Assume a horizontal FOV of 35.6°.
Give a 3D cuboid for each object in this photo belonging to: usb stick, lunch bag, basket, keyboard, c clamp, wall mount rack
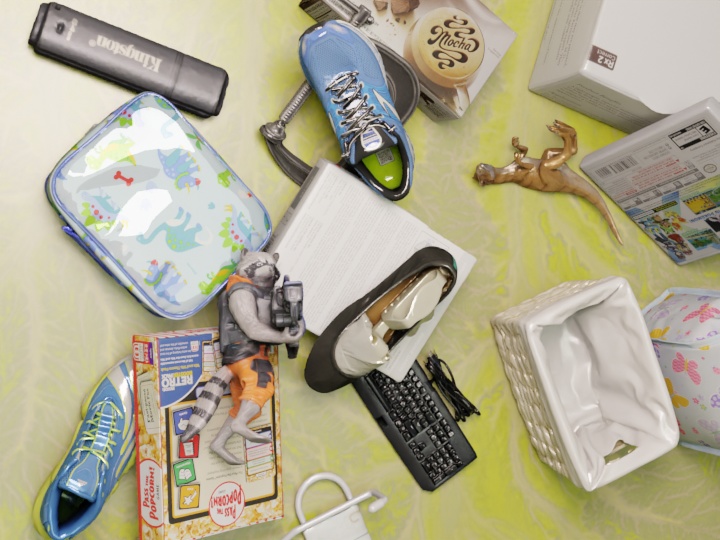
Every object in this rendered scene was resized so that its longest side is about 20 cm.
[{"bbox_3d":[-0.227,-0.208,1.115,0.198,0.033,0.056,20,86,-18],"label":"usb stick"},{"bbox_3d":[0.410,0.115,1.254,0.127,0.200,0.170,-36,101,-14],"label":"lunch bag"},{"bbox_3d":[0.242,0.118,1.237,0.135,0.123,0.202,-23,98,-16],"label":"basket"},{"bbox_3d":[0.064,0.138,1.221,0.104,0.040,0.201,-37,103,-14],"label":"keyboard"},{"bbox_3d":[-0.032,-0.179,1.147,0.170,0.027,0.201,27,111,-20],"label":"c clamp"},{"bbox_3d":[-0.201,-0.060,1.102,0.161,0.082,0.200,-46,104,-13],"label":"lunch bag"},{"bbox_3d":[-0.031,0.324,1.176,0.173,0.074,0.202,-24,98,-15],"label":"wall mount rack"}]

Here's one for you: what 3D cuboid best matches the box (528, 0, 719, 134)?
[{"bbox_3d":[0.322,-0.266,1.248,0.197,0.131,0.202,19,86,-19],"label":"box"}]

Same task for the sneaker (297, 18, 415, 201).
[{"bbox_3d":[0.005,-0.154,1.099,0.078,0.089,0.201,-28,118,7],"label":"sneaker"}]

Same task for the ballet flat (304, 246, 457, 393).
[{"bbox_3d":[0.022,0.052,1.137,0.200,0.068,0.068,-46,111,-2],"label":"ballet flat"}]

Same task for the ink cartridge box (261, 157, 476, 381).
[{"bbox_3d":[0.000,0.000,1.182,0.199,0.050,0.163,31,93,-23],"label":"ink cartridge box"}]

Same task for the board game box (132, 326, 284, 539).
[{"bbox_3d":[-0.149,0.159,1.116,0.151,0.046,0.202,-3,92,-43],"label":"board game box"}]

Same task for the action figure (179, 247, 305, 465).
[{"bbox_3d":[-0.104,0.066,1.040,0.104,0.200,0.195,7,68,-3],"label":"action figure"}]

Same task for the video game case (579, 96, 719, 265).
[{"bbox_3d":[0.369,-0.092,1.237,0.182,0.200,0.022,41,60,-15],"label":"video game case"}]

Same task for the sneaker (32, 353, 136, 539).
[{"bbox_3d":[-0.247,0.177,1.081,0.075,0.105,0.201,28,83,-15],"label":"sneaker"}]

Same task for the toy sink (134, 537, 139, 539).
[{"bbox_3d":[-0.219,0.339,1.047,0.130,0.200,0.113,-26,100,-15],"label":"toy sink"}]

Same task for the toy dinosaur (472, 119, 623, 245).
[{"bbox_3d":[0.221,-0.109,1.268,0.198,0.061,0.107,14,111,-13],"label":"toy dinosaur"}]

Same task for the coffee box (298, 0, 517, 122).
[{"bbox_3d":[0.050,-0.264,1.182,0.200,0.080,0.113,38,83,-16],"label":"coffee box"}]
